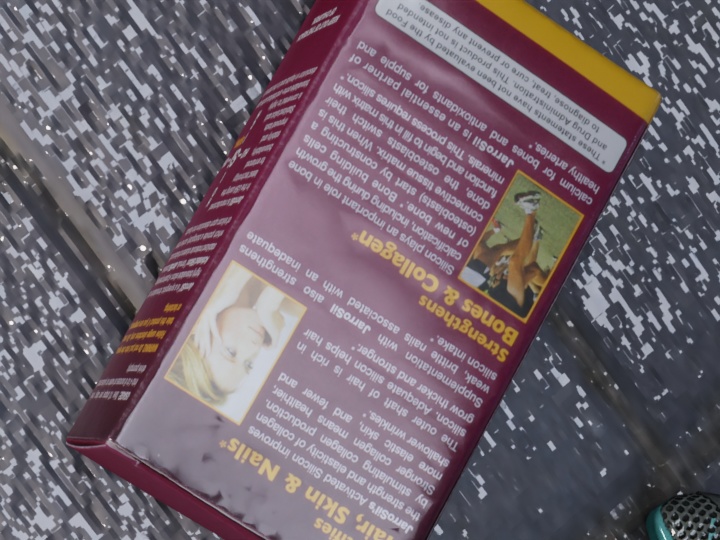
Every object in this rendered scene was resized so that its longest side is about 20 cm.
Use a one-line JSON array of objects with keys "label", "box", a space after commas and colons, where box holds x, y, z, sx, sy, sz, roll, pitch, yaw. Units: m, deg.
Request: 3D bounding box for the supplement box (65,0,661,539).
[{"label": "supplement box", "box": [0.000, 0.000, 0.806, 0.110, 0.086, 0.201, 32, 79, -13]}]

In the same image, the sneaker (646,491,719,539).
[{"label": "sneaker", "box": [0.110, 0.170, 0.848, 0.091, 0.078, 0.201, 22, 77, 1]}]
